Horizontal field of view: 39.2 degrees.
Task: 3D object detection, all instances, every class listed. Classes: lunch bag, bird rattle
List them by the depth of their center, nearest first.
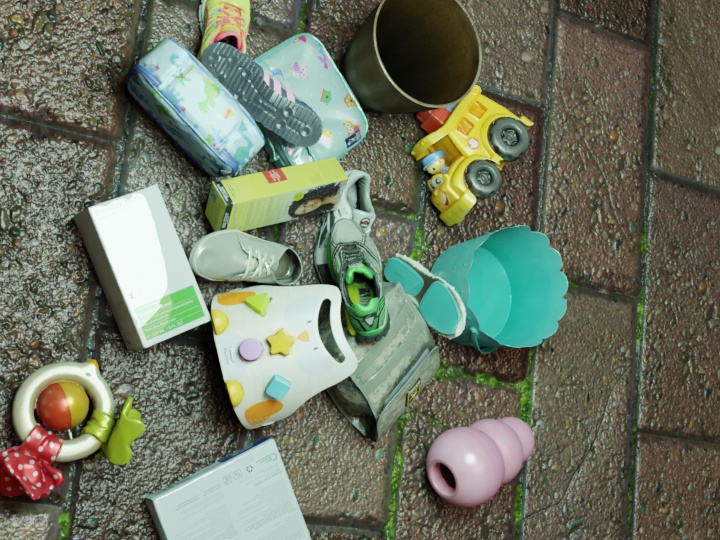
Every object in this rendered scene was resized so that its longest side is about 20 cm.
[{"bbox_3d":[-0.385,0.202,1.307,0.200,0.113,0.163,-16,80,-18],"label":"bird rattle"},{"bbox_3d":[-0.231,-0.218,1.396,0.082,0.161,0.200,-47,107,-12],"label":"lunch bag"},{"bbox_3d":[0.030,0.140,1.518,0.164,0.118,0.200,-48,122,-26],"label":"lunch bag"},{"bbox_3d":[-0.091,-0.242,1.524,0.160,0.077,0.200,-36,102,-29],"label":"lunch bag"}]

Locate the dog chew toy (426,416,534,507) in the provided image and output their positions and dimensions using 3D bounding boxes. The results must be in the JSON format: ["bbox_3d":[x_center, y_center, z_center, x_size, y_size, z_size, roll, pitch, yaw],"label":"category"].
[{"bbox_3d":[0.199,0.292,1.598,0.200,0.124,0.125,-20,93,-38],"label":"dog chew toy"}]

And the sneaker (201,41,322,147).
[{"bbox_3d":[-0.139,-0.244,1.426,0.200,0.082,0.070,41,97,-6],"label":"sneaker"}]

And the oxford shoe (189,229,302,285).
[{"bbox_3d":[-0.156,-0.014,1.430,0.200,0.058,0.075,8,101,-49],"label":"oxford shoe"}]

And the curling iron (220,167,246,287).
[{"bbox_3d":[-0.183,-0.076,1.477,0.050,0.026,0.200,13,77,-36],"label":"curling iron"}]

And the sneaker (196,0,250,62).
[{"bbox_3d":[-0.193,-0.344,1.473,0.078,0.090,0.200,14,75,-26],"label":"sneaker"}]

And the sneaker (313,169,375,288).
[{"bbox_3d":[-0.019,-0.058,1.536,0.074,0.088,0.200,6,82,-30],"label":"sneaker"}]

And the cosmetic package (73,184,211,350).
[{"bbox_3d":[-0.297,-0.003,1.371,0.108,0.085,0.200,-25,97,-29],"label":"cosmetic package"}]

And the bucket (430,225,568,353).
[{"bbox_3d":[0.217,0.034,1.629,0.207,0.135,0.207,4,82,-29],"label":"bucket"}]

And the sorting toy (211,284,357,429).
[{"bbox_3d":[-0.102,0.100,1.398,0.180,0.107,0.200,-15,80,2],"label":"sorting toy"}]

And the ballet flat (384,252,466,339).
[{"bbox_3d":[0.113,0.037,1.552,0.072,0.200,0.072,-19,132,-23],"label":"ballet flat"}]

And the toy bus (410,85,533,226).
[{"bbox_3d":[0.152,-0.203,1.638,0.192,0.136,0.200,38,69,-6],"label":"toy bus"}]

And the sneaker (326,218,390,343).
[{"bbox_3d":[0.000,0.000,1.438,0.078,0.085,0.200,-14,54,-6],"label":"sneaker"}]

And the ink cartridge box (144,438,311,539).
[{"bbox_3d":[-0.175,0.366,1.414,0.199,0.041,0.200,-22,95,-30],"label":"ink cartridge box"}]

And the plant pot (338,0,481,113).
[{"bbox_3d":[0.051,-0.314,1.544,0.187,0.200,0.187,5,80,-29],"label":"plant pot"}]

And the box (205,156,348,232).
[{"bbox_3d":[-0.119,-0.107,1.455,0.200,0.075,0.050,-15,59,-28],"label":"box"}]
